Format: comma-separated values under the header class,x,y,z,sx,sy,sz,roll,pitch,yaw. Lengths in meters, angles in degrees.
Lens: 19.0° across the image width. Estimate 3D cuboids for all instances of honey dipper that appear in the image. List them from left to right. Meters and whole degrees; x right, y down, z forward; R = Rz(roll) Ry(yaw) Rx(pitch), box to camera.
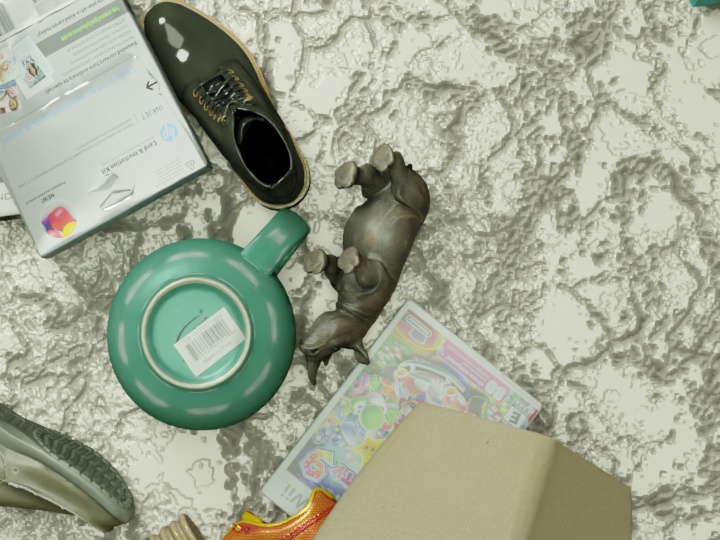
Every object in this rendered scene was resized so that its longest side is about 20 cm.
class,x,y,z,sx,sy,sz,roll,pitch,yaw
honey dipper,-0.216,0.267,1.756,0.199,0.038,0.038,-34,88,3

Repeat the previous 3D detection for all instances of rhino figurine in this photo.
class,x,y,z,sx,sy,sz,roll,pitch,yaw
rhino figurine,0.000,0.000,1.742,0.060,0.087,0.201,20,88,36

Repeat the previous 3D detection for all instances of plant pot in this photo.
class,x,y,z,sx,sy,sz,roll,pitch,yaw
plant pot,0.098,0.215,1.650,0.199,0.200,0.178,12,75,41

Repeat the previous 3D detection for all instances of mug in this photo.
class,x,y,z,sx,sy,sz,roll,pitch,yaw
mug,-0.125,0.035,1.722,0.151,0.114,0.187,7,88,0

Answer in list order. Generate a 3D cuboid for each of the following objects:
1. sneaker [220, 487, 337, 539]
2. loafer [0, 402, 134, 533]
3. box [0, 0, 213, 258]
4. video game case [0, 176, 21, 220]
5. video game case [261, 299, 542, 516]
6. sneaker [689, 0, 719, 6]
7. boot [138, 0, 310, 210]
class,x,y,z,sx,sy,sz,roll,pitch,yaw
sneaker,-0.097,0.242,1.740,0.199,0.073,0.078,-29,71,3
loafer,-0.275,0.161,1.746,0.199,0.075,0.070,30,100,6
box,-0.231,-0.135,1.726,0.155,0.041,0.201,-28,86,3
video game case,-0.287,-0.143,1.769,0.180,0.036,0.202,-6,88,-1
video game case,0.034,0.146,1.766,0.143,0.018,0.200,38,88,1
sneaker,0.330,-0.227,1.749,0.120,0.084,0.201,-23,90,2
boot,-0.108,-0.143,1.718,0.077,0.138,0.200,-41,87,-1
